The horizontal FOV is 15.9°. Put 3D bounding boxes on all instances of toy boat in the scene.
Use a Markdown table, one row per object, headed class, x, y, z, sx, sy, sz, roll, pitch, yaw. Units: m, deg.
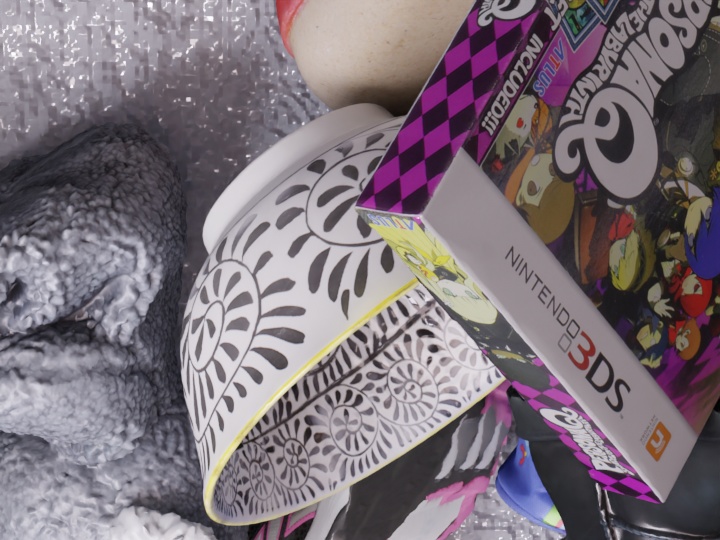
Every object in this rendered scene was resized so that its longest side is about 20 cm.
| class | x | y | z | sx | sy | sz | roll | pitch | yaw |
| --- | --- | --- | --- | --- | --- | --- | --- | --- | --- |
| toy boat | 0.045 | -0.147 | 0.994 | 0.130 | 0.131 | 0.200 | 11 | 135 | -31 |

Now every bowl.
| class | x | y | z | sx | sy | sz | roll | pitch | yaw |
| --- | --- | --- | --- | --- | --- | --- | --- | --- | --- |
| bowl | 0.000 | 0.000 | 0.979 | 0.201 | 0.201 | 0.094 | -41 | 73 | 13 |

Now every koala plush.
| class | x | y | z | sx | sy | sz | roll | pitch | yaw |
| --- | --- | --- | --- | --- | --- | --- | --- | --- | --- |
| koala plush | -0.113 | 0.064 | 1.050 | 0.183 | 0.177 | 0.201 | -33 | 107 | 0 |

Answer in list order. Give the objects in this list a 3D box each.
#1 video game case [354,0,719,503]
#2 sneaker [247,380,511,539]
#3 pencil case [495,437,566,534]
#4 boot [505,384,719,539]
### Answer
| class | x | y | z | sx | sy | sz | roll | pitch | yaw |
| --- | --- | --- | --- | --- | --- | --- | --- | --- | --- |
| video game case | 0.099 | -0.050 | 0.895 | 0.181 | 0.036 | 0.201 | 48 | 65 | -41 |
| sneaker | -0.014 | 0.100 | 1.117 | 0.080 | 0.086 | 0.201 | 33 | 86 | -44 |
| pencil case | 0.121 | 0.024 | 1.086 | 0.078 | 0.087 | 0.201 | 9 | 113 | -20 |
| boot | 0.147 | 0.112 | 0.998 | 0.198 | 0.073 | 0.163 | -6 | 107 | 48 |
